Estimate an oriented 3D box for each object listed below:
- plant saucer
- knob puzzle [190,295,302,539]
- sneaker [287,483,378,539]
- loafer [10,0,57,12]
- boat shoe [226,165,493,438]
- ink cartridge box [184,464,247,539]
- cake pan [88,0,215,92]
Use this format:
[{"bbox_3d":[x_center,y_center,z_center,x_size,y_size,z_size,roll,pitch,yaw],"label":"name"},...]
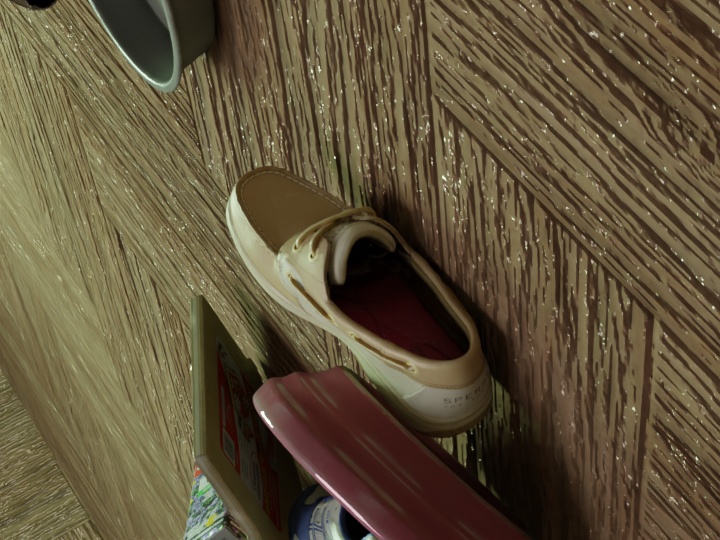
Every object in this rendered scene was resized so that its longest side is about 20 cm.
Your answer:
[{"bbox_3d":[0.029,0.120,0.920,0.200,0.051,0.201,42,179,1],"label":"plant saucer"},{"bbox_3d":[-0.091,0.146,1.305,0.220,0.030,0.220,-21,-90,-80],"label":"knob puzzle"},{"bbox_3d":[0.002,0.188,1.205,0.200,0.075,0.088,-136,53,-65],"label":"sneaker"},{"bbox_3d":[-0.219,-0.240,1.050,0.071,0.073,0.200,43,162,23],"label":"loafer"},{"bbox_3d":[0.000,0.000,0.897,0.200,0.074,0.069,43,154,26],"label":"boat shoe"},{"bbox_3d":[-0.087,0.200,1.395,0.109,0.050,0.200,46,-161,-20],"label":"ink cartridge box"},{"bbox_3d":[-0.149,-0.210,1.053,0.200,0.037,0.200,54,161,27],"label":"cake pan"}]
